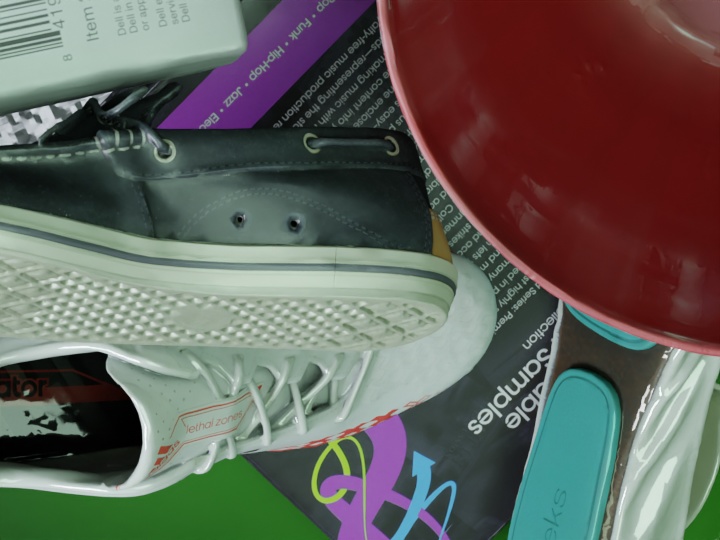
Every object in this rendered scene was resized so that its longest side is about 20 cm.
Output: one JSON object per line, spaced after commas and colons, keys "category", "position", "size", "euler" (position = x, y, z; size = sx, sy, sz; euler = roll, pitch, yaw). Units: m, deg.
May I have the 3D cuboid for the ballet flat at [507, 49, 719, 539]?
{"category": "ballet flat", "position": [0.096, 0.025, 0.813], "size": [0.069, 0.069, 0.202], "euler": [6, 108, -18]}

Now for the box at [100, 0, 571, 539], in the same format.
{"category": "box", "position": [0.000, 0.000, 0.822], "size": [0.143, 0.036, 0.200], "euler": [-45, 112, 0]}

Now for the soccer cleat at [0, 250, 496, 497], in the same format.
{"category": "soccer cleat", "position": [-0.049, 0.034, 0.753], "size": [0.198, 0.085, 0.069], "euler": [-7, 108, -13]}

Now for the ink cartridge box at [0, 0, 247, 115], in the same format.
{"category": "ink cartridge box", "position": [-0.147, -0.108, 0.703], "size": [0.198, 0.087, 0.147], "euler": [-14, 95, -14]}

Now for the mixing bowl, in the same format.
{"category": "mixing bowl", "position": [0.112, -0.089, 0.687], "size": [0.198, 0.109, 0.202], "euler": [5, 115, 12]}

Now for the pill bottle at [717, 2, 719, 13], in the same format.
{"category": "pill bottle", "position": [0.144, -0.116, 0.790], "size": [0.110, 0.111, 0.202], "euler": [-19, 110, -11]}

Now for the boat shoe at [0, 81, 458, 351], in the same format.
{"category": "boat shoe", "position": [-0.068, -0.018, 0.693], "size": [0.198, 0.075, 0.063], "euler": [4, 71, -19]}
